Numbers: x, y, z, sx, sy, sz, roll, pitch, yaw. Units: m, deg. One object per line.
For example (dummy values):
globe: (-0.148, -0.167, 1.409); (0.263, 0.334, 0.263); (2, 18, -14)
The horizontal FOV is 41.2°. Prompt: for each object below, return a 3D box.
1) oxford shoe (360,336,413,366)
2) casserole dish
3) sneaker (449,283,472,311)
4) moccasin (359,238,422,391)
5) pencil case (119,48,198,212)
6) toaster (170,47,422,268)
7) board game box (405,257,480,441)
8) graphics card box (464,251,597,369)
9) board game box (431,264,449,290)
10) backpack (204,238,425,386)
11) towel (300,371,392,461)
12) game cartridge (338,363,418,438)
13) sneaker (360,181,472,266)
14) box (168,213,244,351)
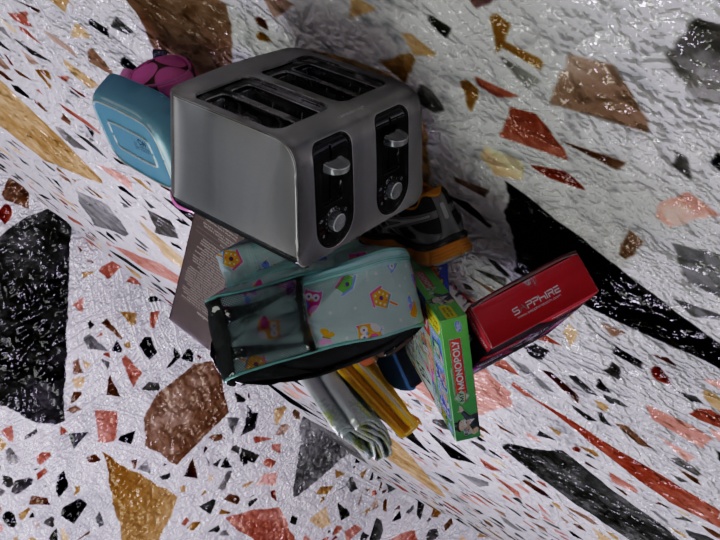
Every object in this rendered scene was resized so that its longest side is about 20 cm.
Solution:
oxford shoe: (0.000, 0.000, 1.058); (0.071, 0.072, 0.202); (25, -136, -77)
casserole dish: (-0.246, -0.153, 1.092); (0.199, 0.039, 0.122); (27, 145, 42)
sneaker: (0.100, 0.067, 1.278); (0.199, 0.088, 0.074); (39, 164, -14)
moccasin: (0.031, 0.045, 1.146); (0.080, 0.068, 0.201); (11, 126, 55)
pencil case: (-0.221, -0.163, 1.173); (0.093, 0.091, 0.201); (-6, 129, 10)
toaster: (-0.062, -0.111, 0.868); (0.199, 0.180, 0.120); (26, 127, 31)
board game box: (0.076, 0.068, 1.003); (0.200, 0.029, 0.136); (-119, 17, -66)
graphics card box: (0.159, 0.053, 1.006); (0.051, 0.125, 0.200); (61, 168, 11)
board game box: (0.049, 0.032, 1.209); (0.134, 0.045, 0.201); (23, 136, 37)
backpack: (-0.039, 0.026, 0.939); (0.198, 0.155, 0.176); (-7, 177, 7)
towel: (-0.037, 0.129, 1.149); (0.200, 0.048, 0.171); (53, 178, 25)
game cartridge: (-0.019, 0.095, 1.174); (0.177, 0.032, 0.200); (52, 179, -43)
sneaker: (0.052, -0.064, 1.042); (0.200, 0.078, 0.078); (20, 131, 59)
box: (-0.141, -0.018, 1.070); (0.075, 0.100, 0.201); (33, 129, 16)
